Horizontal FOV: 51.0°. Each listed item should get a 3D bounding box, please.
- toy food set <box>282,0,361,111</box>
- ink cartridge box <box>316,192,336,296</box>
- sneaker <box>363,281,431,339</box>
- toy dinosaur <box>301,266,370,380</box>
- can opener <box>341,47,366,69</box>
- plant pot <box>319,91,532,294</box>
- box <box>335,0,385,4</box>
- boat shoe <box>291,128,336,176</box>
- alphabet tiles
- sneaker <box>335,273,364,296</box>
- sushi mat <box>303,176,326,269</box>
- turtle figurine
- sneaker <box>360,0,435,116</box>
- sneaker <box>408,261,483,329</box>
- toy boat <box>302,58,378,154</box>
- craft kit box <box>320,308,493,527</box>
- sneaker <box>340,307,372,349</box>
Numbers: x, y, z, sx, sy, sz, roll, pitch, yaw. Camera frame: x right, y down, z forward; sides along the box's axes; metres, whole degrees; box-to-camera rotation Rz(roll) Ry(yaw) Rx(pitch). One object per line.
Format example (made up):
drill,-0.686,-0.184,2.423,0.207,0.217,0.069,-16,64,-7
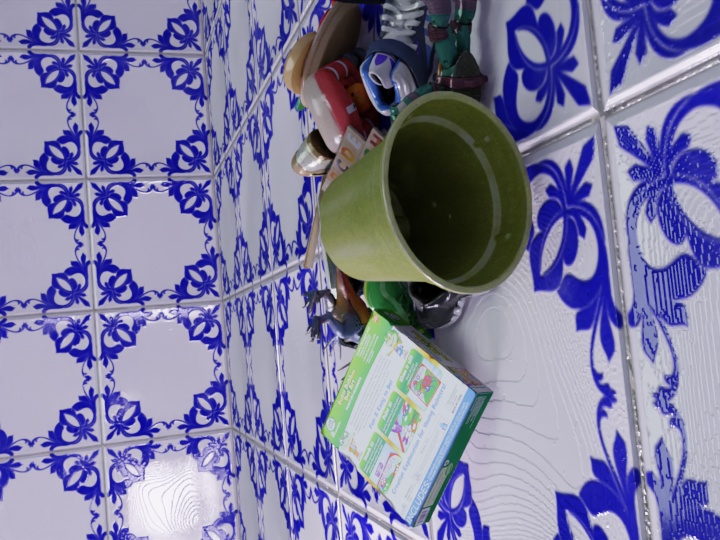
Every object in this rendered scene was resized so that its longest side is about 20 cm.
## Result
toy food set,-0.058,-0.358,1.242,0.202,0.048,0.198,-63,-8,-7
ink cartridge box,-0.046,-0.035,1.351,0.200,0.047,0.148,98,163,-69
sneaker,0.064,0.071,1.069,0.083,0.074,0.203,8,120,50
toy dinosaur,0.003,0.089,1.093,0.201,0.179,0.106,-54,38,28
can opener,-0.016,-0.283,1.309,0.067,0.053,0.201,42,142,19
plant pot,0.053,-0.065,0.820,0.183,0.198,0.204,-15,79,55
box,0.018,-0.494,1.056,0.148,0.102,0.204,-169,76,-70
boat shoe,-0.052,-0.192,1.216,0.066,0.199,0.075,-36,84,26
alphabet tiles,0.027,-0.115,1.091,0.167,0.008,0.200,43,151,6
sneaker,0.000,0.000,1.165,0.079,0.088,0.200,59,173,12
sushi mat,-0.080,-0.102,1.443,0.096,0.012,0.204,14,-92,-88
turtle figurine,0.099,-0.225,0.884,0.150,0.099,0.204,-42,-43,-60
sneaker,0.051,-0.293,0.932,0.147,0.079,0.203,-57,-25,-49
sneaker,0.093,0.025,0.946,0.200,0.089,0.068,127,135,-63
toy boat,0.000,-0.261,1.141,0.132,0.129,0.200,62,-156,-16
craft kit box,0.052,0.186,0.981,0.197,0.048,0.203,37,111,36
sneaker,0.015,0.092,1.204,0.200,0.082,0.078,126,136,-62
